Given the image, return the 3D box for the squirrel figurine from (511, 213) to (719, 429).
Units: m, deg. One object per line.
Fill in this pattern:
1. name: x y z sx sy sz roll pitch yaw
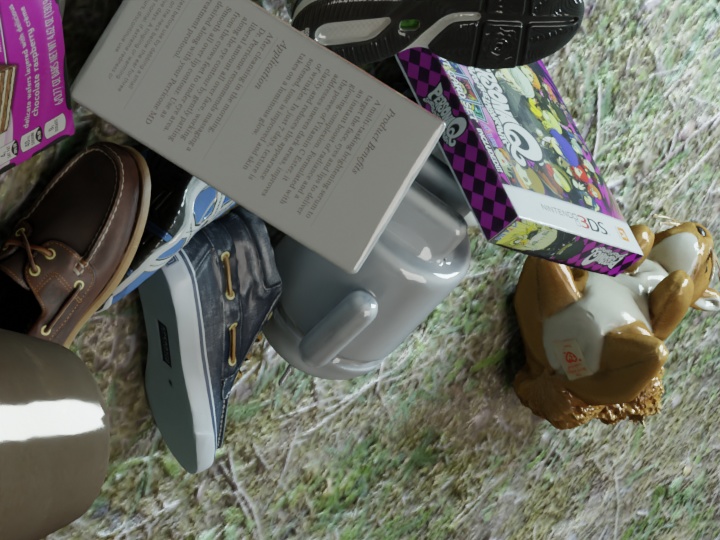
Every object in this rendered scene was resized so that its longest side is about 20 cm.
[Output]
1. squirrel figurine: 0.221 0.041 2.084 0.187 0.141 0.201 -37 156 -43

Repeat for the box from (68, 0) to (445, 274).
1. box: -0.062 -0.096 1.492 0.107 0.199 0.152 -58 -177 1

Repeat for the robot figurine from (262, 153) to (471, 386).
1. robot figurine: 0.000 0.000 1.734 0.200 0.113 0.170 -47 -171 35

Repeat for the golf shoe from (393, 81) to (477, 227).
1. golf shoe: 0.079 -0.066 1.827 0.078 0.094 0.200 -60 147 2

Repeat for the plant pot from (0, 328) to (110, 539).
1. plant pot: -0.248 0.106 1.451 0.174 0.200 0.201 -2 118 -46

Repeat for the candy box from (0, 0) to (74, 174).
1. candy box: -0.256 -0.097 1.349 0.200 0.061 0.137 -33 139 -31

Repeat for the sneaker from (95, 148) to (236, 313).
1. sneaker: -0.118 -0.046 1.612 0.200 0.076 0.077 -48 147 -5

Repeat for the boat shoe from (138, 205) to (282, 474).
1. boat shoe: -0.098 0.051 1.709 0.091 0.071 0.201 -25 134 -26

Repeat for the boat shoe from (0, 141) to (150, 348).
1. boat shoe: -0.202 0.008 1.555 0.070 0.070 0.201 16 104 -56

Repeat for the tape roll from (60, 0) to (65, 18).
1. tape roll: -0.255 -0.143 1.399 0.202 0.037 0.204 -31 137 -33

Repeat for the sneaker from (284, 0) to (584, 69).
1. sneaker: 0.044 -0.195 1.639 0.199 0.116 0.076 -2 130 -12

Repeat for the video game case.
1. video game case: 0.107 -0.096 1.754 0.036 0.201 0.181 -36 153 24
